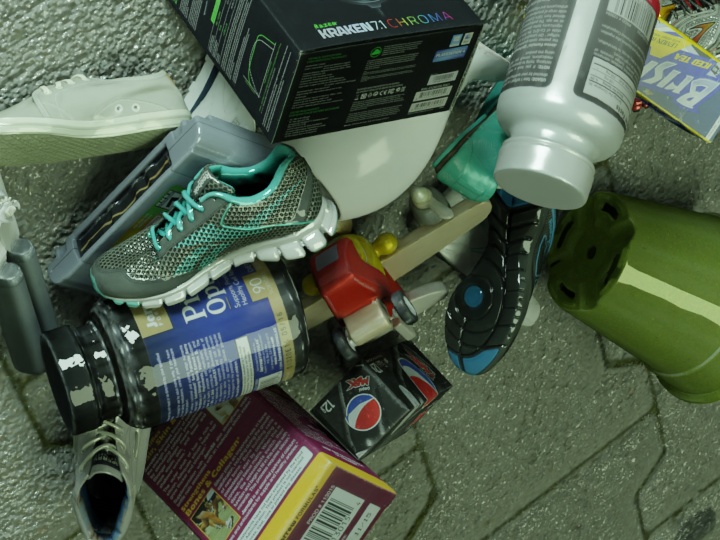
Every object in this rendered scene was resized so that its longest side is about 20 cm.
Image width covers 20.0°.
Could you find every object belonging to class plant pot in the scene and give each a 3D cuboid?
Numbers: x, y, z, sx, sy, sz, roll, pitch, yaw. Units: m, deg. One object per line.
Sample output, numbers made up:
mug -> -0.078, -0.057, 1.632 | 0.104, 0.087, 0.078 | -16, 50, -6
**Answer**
plant pot -> 0.288, 0.009, 2.004 | 0.189, 0.200, 0.201 | 21, 104, -32

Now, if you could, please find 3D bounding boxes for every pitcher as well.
pitcher -> 0.008, -0.157, 1.704 | 0.200, 0.121, 0.172 | -46, 112, -15

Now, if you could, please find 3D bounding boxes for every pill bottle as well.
pill bottle -> 0.177, -0.159, 1.706 | 0.111, 0.110, 0.202 | 36, 67, -47
pill bottle -> -0.149, 0.060, 1.630 | 0.198, 0.112, 0.113 | -18, 129, -17

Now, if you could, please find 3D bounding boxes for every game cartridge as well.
game cartridge -> -0.144, -0.040, 1.642 | 0.133, 0.041, 0.200 | 14, 133, -46

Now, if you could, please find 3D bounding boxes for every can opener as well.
can opener -> -0.283, -0.002, 1.602 | 0.201, 0.066, 0.053 | 76, 28, -43

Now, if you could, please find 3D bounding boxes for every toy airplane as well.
toy airplane -> 0.000, 0.000, 1.790 | 0.199, 0.142, 0.199 | -27, 172, -34

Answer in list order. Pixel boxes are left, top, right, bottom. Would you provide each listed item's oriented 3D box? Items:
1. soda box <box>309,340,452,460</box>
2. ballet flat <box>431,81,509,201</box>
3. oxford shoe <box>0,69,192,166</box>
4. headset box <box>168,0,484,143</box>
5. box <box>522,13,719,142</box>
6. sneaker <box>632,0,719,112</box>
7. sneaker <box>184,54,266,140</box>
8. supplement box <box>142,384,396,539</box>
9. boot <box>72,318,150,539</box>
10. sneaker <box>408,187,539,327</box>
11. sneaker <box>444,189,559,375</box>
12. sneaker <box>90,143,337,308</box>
soda box -> 0.023, 0.114, 1.841 | 0.071, 0.063, 0.200 | -45, 173, 12
ballet flat -> 0.127, -0.118, 1.790 | 0.067, 0.070, 0.200 | -45, -175, 41
oxford shoe -> -0.226, -0.120, 1.567 | 0.198, 0.075, 0.058 | -10, 79, -26
headset box -> -0.034, -0.208, 1.568 | 0.173, 0.201, 0.093 | -12, 141, -33
box -> 0.249, -0.199, 1.838 | 0.199, 0.064, 0.070 | 32, 96, -17
sneaker -> 0.302, -0.230, 1.914 | 0.199, 0.078, 0.083 | -36, 133, -16
sneaker -> -0.104, -0.111, 1.653 | 0.076, 0.080, 0.201 | 1, 121, -44
supplement box -> -0.087, 0.182, 1.772 | 0.103, 0.200, 0.131 | 30, 97, -47
boot -> -0.205, 0.135, 1.707 | 0.073, 0.096, 0.202 | 2, 122, -3
sneaker -> 0.126, -0.014, 1.917 | 0.080, 0.070, 0.200 | -51, 136, -4
sneaker -> 0.139, 0.001, 1.847 | 0.082, 0.073, 0.202 | 5, 107, -60
sneaker -> -0.120, -0.041, 1.575 | 0.198, 0.078, 0.092 | -22, 131, -6
